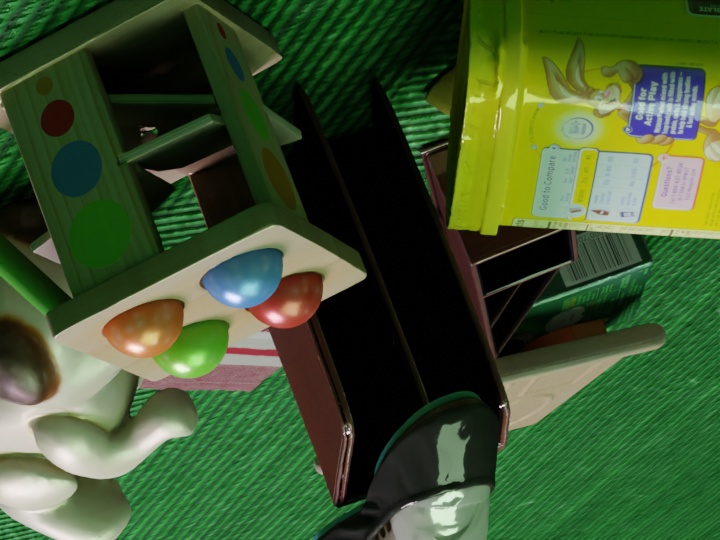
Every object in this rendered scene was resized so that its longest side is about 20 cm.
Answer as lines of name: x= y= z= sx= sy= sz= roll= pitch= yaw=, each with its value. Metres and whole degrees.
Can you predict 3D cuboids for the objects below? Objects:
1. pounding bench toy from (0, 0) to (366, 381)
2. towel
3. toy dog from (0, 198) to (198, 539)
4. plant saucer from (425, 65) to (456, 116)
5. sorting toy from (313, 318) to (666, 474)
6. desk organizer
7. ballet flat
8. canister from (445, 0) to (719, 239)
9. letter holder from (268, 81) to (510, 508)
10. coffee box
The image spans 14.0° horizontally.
pounding bench toy: x=-0.123 y=-0.019 z=1.435 sx=0.199 sy=0.157 sz=0.124 roll=-26 pitch=161 yaw=14
towel: x=-0.061 y=0.018 z=1.810 sx=0.144 sy=0.023 sz=0.200 roll=4 pitch=147 yaw=-47
toy dog: x=-0.177 y=0.038 z=1.611 sx=0.193 sy=0.140 sz=0.200 roll=20 pitch=153 yaw=-5
plant saucer: x=0.169 y=-0.126 z=1.629 sx=0.199 sy=0.049 sz=0.200 roll=-3 pitch=154 yaw=-44
sorting toy: x=0.084 y=0.081 z=1.988 sx=0.184 sy=0.037 sz=0.200 roll=-11 pitch=166 yaw=-33
desk organizer: x=0.090 y=-0.019 z=1.785 sx=0.071 sy=0.077 sz=0.200 roll=-21 pitch=161 yaw=0
ballet flat: x=0.032 y=0.132 z=1.525 sx=0.068 sy=0.069 sz=0.200 roll=-12 pitch=158 yaw=-24
canister: x=0.149 y=-0.080 z=1.532 sx=0.199 sy=0.087 sz=0.149 roll=4 pitch=141 yaw=-2
letter holder: x=0.000 y=0.000 z=1.550 sx=0.100 sy=0.201 sz=0.142 roll=-19 pitch=160 yaw=-8
coffee box: x=0.092 y=0.028 z=1.962 sx=0.199 sy=0.044 sz=0.123 roll=-20 pitch=163 yaw=-7
